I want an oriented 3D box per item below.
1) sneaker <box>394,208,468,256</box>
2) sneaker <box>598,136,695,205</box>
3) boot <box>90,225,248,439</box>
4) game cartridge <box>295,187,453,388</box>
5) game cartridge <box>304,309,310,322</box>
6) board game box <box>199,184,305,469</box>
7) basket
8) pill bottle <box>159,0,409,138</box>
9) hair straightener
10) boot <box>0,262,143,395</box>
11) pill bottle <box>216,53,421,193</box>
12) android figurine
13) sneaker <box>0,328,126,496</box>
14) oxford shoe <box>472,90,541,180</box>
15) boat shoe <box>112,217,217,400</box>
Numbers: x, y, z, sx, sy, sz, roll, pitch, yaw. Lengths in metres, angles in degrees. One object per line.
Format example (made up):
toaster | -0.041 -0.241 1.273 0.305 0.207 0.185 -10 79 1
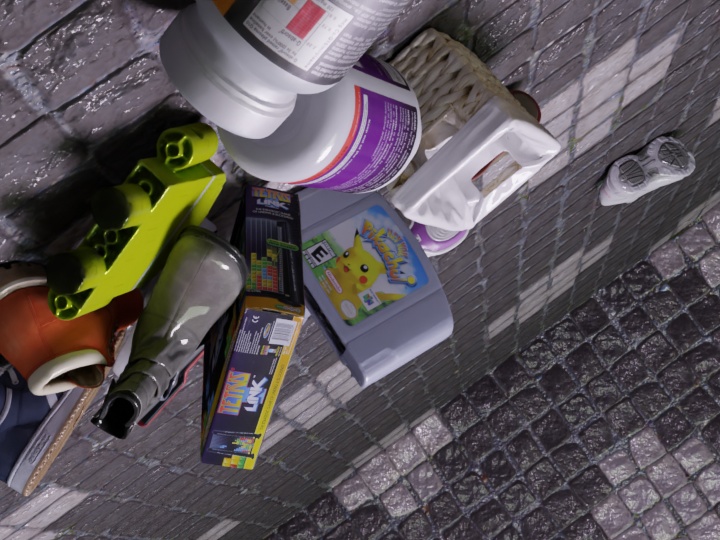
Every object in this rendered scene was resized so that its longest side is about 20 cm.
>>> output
sneaker | 0.019 -0.019 1.286 0.198 0.076 0.099 -21 -176 -20
sneaker | 0.471 -0.161 2.031 0.198 0.079 0.099 -18 165 -28
boot | -0.159 0.061 0.990 0.132 0.067 0.200 -64 -174 -36
game cartridge | 0.000 0.000 1.191 0.132 0.201 0.041 -27 167 -31
game cartridge | -0.070 0.004 1.314 0.201 0.041 0.133 -54 163 22
board game box | -0.102 0.052 1.112 0.056 0.167 0.202 9 129 -14
basket | 0.085 -0.130 1.142 0.135 0.124 0.200 -40 165 15
pill bottle | -0.030 -0.182 0.737 0.200 0.117 0.116 -45 163 27
hair straightener | -0.205 0.106 1.357 0.200 0.041 0.077 -41 165 15
boot | -0.233 0.054 1.017 0.075 0.108 0.199 -44 165 20
pill bottle | -0.023 -0.120 0.952 0.112 0.113 0.199 -41 164 18
android figurine | -0.170 -0.037 0.946 0.183 0.041 0.200 -52 176 18
sneaker | -0.294 0.094 1.100 0.201 0.108 0.070 -63 -178 -38
oxford shoe | 0.110 -0.124 1.325 0.198 0.071 0.075 -28 170 -24
boat shoe | -0.167 0.042 1.135 0.201 0.067 0.072 -59 174 28
